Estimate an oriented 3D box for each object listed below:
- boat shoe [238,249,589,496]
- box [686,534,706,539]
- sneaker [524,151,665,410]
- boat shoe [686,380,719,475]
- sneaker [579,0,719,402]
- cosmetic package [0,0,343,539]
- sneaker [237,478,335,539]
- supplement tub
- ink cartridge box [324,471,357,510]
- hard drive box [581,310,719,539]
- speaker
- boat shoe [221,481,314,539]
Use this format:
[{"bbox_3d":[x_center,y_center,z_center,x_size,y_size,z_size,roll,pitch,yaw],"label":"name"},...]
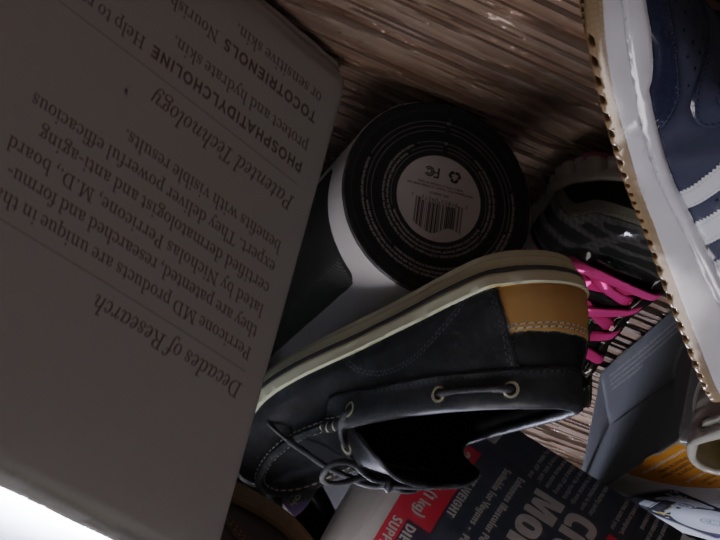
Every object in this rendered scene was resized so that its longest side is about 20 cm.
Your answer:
[{"bbox_3d":[0.013,0.057,0.628,0.074,0.063,0.199,7,153,-38],"label":"boat shoe"},{"bbox_3d":[0.241,0.163,0.977,0.198,0.080,0.141,7,161,18],"label":"box"},{"bbox_3d":[0.087,0.015,0.678,0.073,0.088,0.200,21,158,-19],"label":"sneaker"},{"bbox_3d":[0.197,0.062,0.609,0.074,0.087,0.201,38,156,-29],"label":"boat shoe"},{"bbox_3d":[0.140,-0.042,0.529,0.107,0.071,0.201,-15,132,16],"label":"sneaker"},{"bbox_3d":[-0.135,-0.016,0.584,0.166,0.202,0.166,-2,154,38],"label":"cosmetic package"},{"bbox_3d":[-0.057,0.066,0.734,0.087,0.076,0.201,24,157,28],"label":"sneaker"},{"bbox_3d":[0.083,0.163,0.780,0.199,0.141,0.141,31,162,12],"label":"supplement tub"},{"bbox_3d":[-0.045,0.129,1.002,0.143,0.084,0.200,-3,163,-1],"label":"ink cartridge box"},{"bbox_3d":[0.226,0.090,0.797,0.198,0.078,0.156,16,160,-4],"label":"hard drive box"},{"bbox_3d":[0.000,0.000,0.709,0.080,0.082,0.200,19,159,-13],"label":"speaker"},{"bbox_3d":[-0.116,0.101,0.679,0.198,0.070,0.071,21,124,12],"label":"boat shoe"}]
